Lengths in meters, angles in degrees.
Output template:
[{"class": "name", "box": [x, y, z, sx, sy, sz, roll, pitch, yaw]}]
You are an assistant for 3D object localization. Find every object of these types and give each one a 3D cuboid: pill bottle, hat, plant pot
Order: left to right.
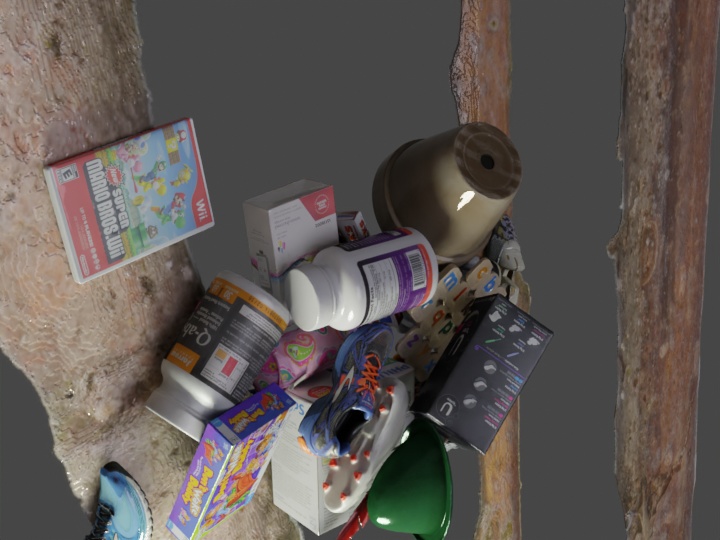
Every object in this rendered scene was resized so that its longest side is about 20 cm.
[{"class": "pill bottle", "box": [-0.185, 0.112, 1.230, 0.116, 0.115, 0.202, 44, 72, -42]}, {"class": "pill bottle", "box": [0.000, 0.015, 1.283, 0.197, 0.111, 0.114, -16, 113, -35]}, {"class": "hat", "box": [0.016, 0.310, 1.304, 0.172, 0.165, 0.205, 0, 81, -23]}, {"class": "plant pot", "box": [0.140, -0.120, 1.374, 0.196, 0.173, 0.205, 10, 67, -25]}]

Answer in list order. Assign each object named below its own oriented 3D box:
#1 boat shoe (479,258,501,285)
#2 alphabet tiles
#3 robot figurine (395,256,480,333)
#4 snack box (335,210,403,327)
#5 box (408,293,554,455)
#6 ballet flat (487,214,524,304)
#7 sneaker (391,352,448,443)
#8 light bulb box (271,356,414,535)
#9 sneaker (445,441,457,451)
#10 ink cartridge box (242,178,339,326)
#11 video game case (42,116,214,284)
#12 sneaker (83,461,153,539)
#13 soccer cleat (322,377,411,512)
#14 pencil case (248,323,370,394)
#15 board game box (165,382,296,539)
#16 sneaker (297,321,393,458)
[{"class": "boat shoe", "box": [0.195, 0.082, 1.607, 0.063, 0.072, 0.206, -1, 97, -62]}, {"class": "alphabet tiles", "box": [0.138, 0.075, 1.447, 0.195, 0.015, 0.201, -44, 140, -6]}, {"class": "robot figurine", "box": [0.121, 0.037, 1.502, 0.198, 0.113, 0.171, 7, 125, -45]}, {"class": "snack box", "box": [0.000, 0.000, 1.403, 0.024, 0.071, 0.202, -57, 136, -41]}, {"class": "box", "box": [0.172, 0.148, 1.375, 0.105, 0.122, 0.202, 33, 79, -5]}, {"class": "ballet flat", "box": [0.251, 0.008, 1.650, 0.071, 0.071, 0.205, 5, 99, -44]}, {"class": "sneaker", "box": [0.088, 0.206, 1.490, 0.078, 0.201, 0.077, -37, 122, 12]}, {"class": "light bulb box", "box": [-0.026, 0.246, 1.416, 0.196, 0.124, 0.205, -15, 111, -39]}, {"class": "sneaker", "box": [0.119, 0.274, 1.525, 0.113, 0.200, 0.076, -37, 94, -24]}, {"class": "ink cartridge box", "box": [-0.088, -0.010, 1.320, 0.115, 0.067, 0.204, -24, 119, -36]}, {"class": "video game case", "box": [-0.274, -0.088, 1.155, 0.198, 0.017, 0.146, -28, 120, -36]}, {"class": "sneaker", "box": [-0.316, 0.342, 1.203, 0.089, 0.078, 0.205, -10, 109, -38]}, {"class": "soccer cleat", "box": [0.016, 0.247, 1.325, 0.077, 0.068, 0.203, 40, 74, -49]}, {"class": "pencil case", "box": [-0.071, 0.115, 1.358, 0.198, 0.086, 0.089, -19, 115, -42]}, {"class": "board game box", "box": [-0.171, 0.256, 1.255, 0.134, 0.045, 0.202, -28, 149, -52]}, {"class": "sneaker", "box": [-0.004, 0.164, 1.275, 0.075, 0.078, 0.203, 34, 78, -40]}]
